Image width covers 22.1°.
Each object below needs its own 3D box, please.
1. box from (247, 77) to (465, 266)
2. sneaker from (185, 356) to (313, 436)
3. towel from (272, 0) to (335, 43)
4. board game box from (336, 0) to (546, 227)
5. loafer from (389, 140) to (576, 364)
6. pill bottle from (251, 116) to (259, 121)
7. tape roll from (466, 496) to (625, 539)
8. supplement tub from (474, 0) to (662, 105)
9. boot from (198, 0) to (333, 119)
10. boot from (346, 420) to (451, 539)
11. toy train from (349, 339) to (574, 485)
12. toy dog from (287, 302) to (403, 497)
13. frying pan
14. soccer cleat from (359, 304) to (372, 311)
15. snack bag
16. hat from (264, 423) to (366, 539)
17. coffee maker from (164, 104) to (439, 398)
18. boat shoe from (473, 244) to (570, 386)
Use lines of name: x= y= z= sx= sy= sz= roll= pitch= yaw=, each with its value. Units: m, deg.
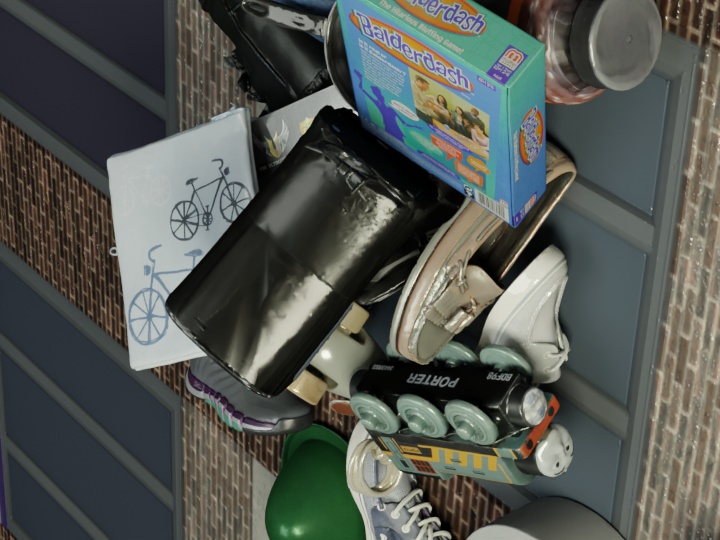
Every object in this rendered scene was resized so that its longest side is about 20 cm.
box: x=0.006 y=-0.078 z=1.525 sx=0.199 sy=0.048 sz=0.160 roll=-19 pitch=92 yaw=36
sneaker: x=-0.118 y=0.100 z=1.840 sx=0.199 sy=0.074 sz=0.088 roll=21 pitch=119 yaw=50
towel: x=-0.006 y=-0.266 z=1.455 sx=0.111 sy=0.049 sz=0.200 roll=34 pitch=133 yaw=0
board game box: x=0.059 y=-0.129 z=1.304 sx=0.152 sy=0.045 sz=0.200 roll=35 pitch=163 yaw=19
loafer: x=0.093 y=-0.012 z=1.405 sx=0.063 sy=0.072 sz=0.201 roll=32 pitch=94 yaw=32
pill bottle: x=-0.100 y=-0.031 z=1.704 sx=0.113 sy=0.112 sz=0.201 roll=43 pitch=139 yaw=35
tape roll: x=0.165 y=0.294 z=1.532 sx=0.200 sy=0.066 sz=0.202 roll=30 pitch=129 yaw=45
supplement tub: x=0.120 y=-0.177 z=1.313 sx=0.199 sy=0.106 sz=0.108 roll=19 pitch=122 yaw=49
boot: x=-0.064 y=-0.227 z=1.587 sx=0.163 sy=0.073 sz=0.198 roll=57 pitch=143 yaw=15
boot: x=0.048 y=0.226 z=1.674 sx=0.090 sy=0.073 sz=0.202 roll=18 pitch=129 yaw=42
toy train: x=0.079 y=0.116 z=1.457 sx=0.199 sy=0.086 sz=0.114 roll=1 pitch=138 yaw=46
toy dog: x=-0.004 y=0.083 z=1.574 sx=0.201 sy=0.132 sz=0.096 roll=58 pitch=170 yaw=-33
frying pan: x=-0.008 y=-0.172 z=1.462 sx=0.189 sy=0.031 sz=0.116 roll=-3 pitch=98 yaw=36
soccer cleat: x=0.000 y=0.000 z=1.620 sx=0.081 sy=0.067 sz=0.201 roll=42 pitch=135 yaw=34
snack bag: x=-0.148 y=-0.025 z=1.592 sx=0.187 sy=0.021 sz=0.202 roll=-16 pitch=80 yaw=40
hat: x=-0.084 y=0.254 z=1.770 sx=0.199 sy=0.175 sz=0.167 roll=-6 pitch=102 yaw=56
coffee maker: x=-0.053 y=-0.017 z=1.404 sx=0.135 sy=0.192 sz=0.200 roll=45 pitch=104 yaw=23
boat shoe: x=0.132 y=0.062 z=1.462 sx=0.068 sy=0.072 sz=0.201 roll=39 pitch=135 yaw=15
